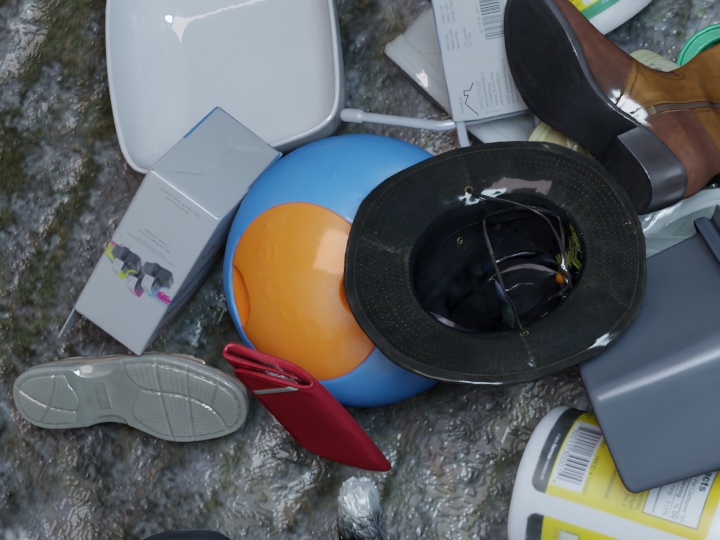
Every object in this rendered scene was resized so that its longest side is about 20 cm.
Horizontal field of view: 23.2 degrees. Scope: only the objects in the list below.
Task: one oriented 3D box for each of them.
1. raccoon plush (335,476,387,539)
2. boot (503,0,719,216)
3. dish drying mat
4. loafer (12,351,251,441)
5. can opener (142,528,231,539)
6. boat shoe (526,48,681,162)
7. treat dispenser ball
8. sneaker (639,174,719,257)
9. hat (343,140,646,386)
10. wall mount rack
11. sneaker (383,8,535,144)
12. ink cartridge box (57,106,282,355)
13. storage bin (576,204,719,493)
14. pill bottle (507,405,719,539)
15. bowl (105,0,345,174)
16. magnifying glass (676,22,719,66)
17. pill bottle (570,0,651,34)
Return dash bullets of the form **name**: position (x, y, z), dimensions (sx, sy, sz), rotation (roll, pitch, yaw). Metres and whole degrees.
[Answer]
- **raccoon plush**: position (-0.030, 0.253, 1.279), dimensions (0.134, 0.097, 0.200), rotation (-10, 86, 18)
- **boot**: position (0.214, -0.142, 1.236), dimensions (0.188, 0.200, 0.068), rotation (52, 139, 18)
- **dish drying mat**: position (-0.037, 0.105, 1.272), dimensions (0.077, 0.200, 0.018), rotation (15, 71, 22)
- **loafer**: position (-0.177, 0.091, 1.401), dimensions (0.200, 0.063, 0.072), rotation (1, 110, 17)
- **can opener**: position (-0.070, 0.235, 1.326), dimensions (0.200, 0.079, 0.063), rotation (0, 68, 10)
- **boat shoe**: position (0.180, -0.094, 1.268), dimensions (0.063, 0.073, 0.200), rotation (23, 54, 34)
- **treat dispenser ball**: position (0.000, 0.000, 1.287), dimensions (0.201, 0.201, 0.201), rotation (-5, 74, 18)
- **sneaker**: position (0.253, -0.031, 1.282), dimensions (0.200, 0.074, 0.079), rotation (-14, 101, 19)
- **hat**: position (0.089, 0.007, 1.171), dimensions (0.201, 0.081, 0.201), rotation (-1, 62, 2)
- **wall mount rack**: position (0.060, -0.167, 1.269), dimensions (0.174, 0.200, 0.075), rotation (-11, 29, 3)
- **sneaker**: position (0.108, -0.140, 1.357), dimensions (0.088, 0.075, 0.200), rotation (-44, 65, 2)
- **ink cartridge box**: position (-0.150, -0.017, 1.361), dimensions (0.068, 0.115, 0.200), rotation (36, 128, 2)
- **storage bin**: position (0.218, 0.067, 1.173), dimensions (0.134, 0.200, 0.146), rotation (-21, 112, 7)
- **pill bottle**: position (0.213, 0.173, 1.214), dimensions (0.200, 0.114, 0.114), rotation (16, 81, 22)
- **bowl**: position (-0.104, -0.174, 1.439), dimensions (0.200, 0.075, 0.200), rotation (-13, 73, 16)
- **magnifying glass**: position (0.314, -0.107, 1.306), dimensions (0.080, 0.022, 0.200), rotation (-41, 65, 5)
- **pill bottle**: position (0.132, -0.271, 1.314), dimensions (0.113, 0.113, 0.200), rotation (-31, 104, 9)
